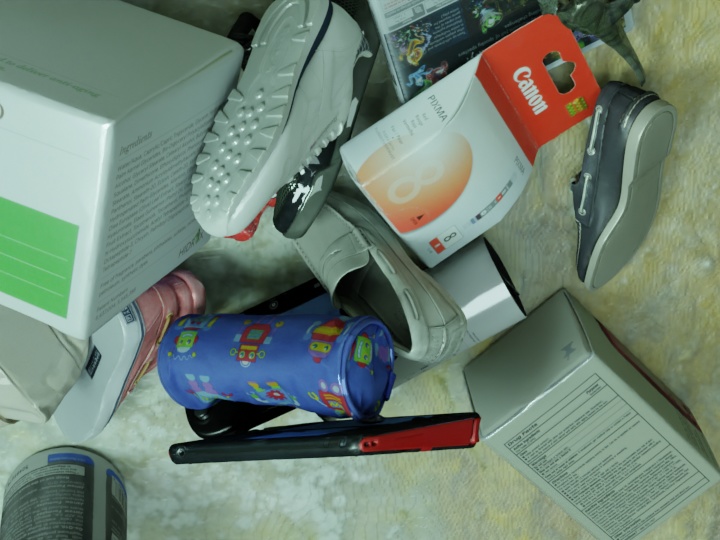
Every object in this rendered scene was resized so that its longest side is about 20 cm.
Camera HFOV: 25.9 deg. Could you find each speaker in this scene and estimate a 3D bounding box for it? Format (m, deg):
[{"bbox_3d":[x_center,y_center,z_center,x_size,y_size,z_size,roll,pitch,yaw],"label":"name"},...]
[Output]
[{"bbox_3d":[0.040,0.051,1.342,0.199,0.081,0.081,-29,121,10],"label":"speaker"}]

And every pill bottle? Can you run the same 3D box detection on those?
[{"bbox_3d":[-0.258,0.257,1.353,0.113,0.200,0.114,-4,122,-6],"label":"pill bottle"}]

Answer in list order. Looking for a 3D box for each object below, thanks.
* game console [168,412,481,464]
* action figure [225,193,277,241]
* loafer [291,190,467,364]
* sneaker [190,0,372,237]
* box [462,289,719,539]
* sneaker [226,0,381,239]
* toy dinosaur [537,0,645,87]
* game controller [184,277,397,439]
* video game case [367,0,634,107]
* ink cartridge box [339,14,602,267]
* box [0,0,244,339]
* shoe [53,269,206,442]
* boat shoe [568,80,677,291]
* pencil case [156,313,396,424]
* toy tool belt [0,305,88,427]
[{"bbox_3d":[-0.023,0.131,1.226,0.199,0.031,0.176,-8,172,37],"label":"game console"},{"bbox_3d":[-0.160,-0.049,1.258,0.199,0.065,0.099,-18,131,3],"label":"action figure"},{"bbox_3d":[0.000,0.000,1.245,0.070,0.200,0.070,-8,131,-50],"label":"loafer"},{"bbox_3d":[-0.051,-0.104,1.113,0.080,0.076,0.201,42,66,-41],"label":"sneaker"},{"bbox_3d":[0.206,0.137,1.402,0.128,0.109,0.200,-39,118,16],"label":"box"},{"bbox_3d":[-0.059,-0.128,1.214,0.114,0.076,0.200,13,108,-10],"label":"sneaker"},{"bbox_3d":[0.187,-0.209,1.178,0.200,0.047,0.088,19,99,-56],"label":"toy dinosaur"},{"bbox_3d":[-0.060,0.066,1.305,0.199,0.105,0.042,-25,152,10],"label":"game controller"},{"bbox_3d":[0.104,-0.216,1.180,0.199,0.023,0.182,-26,133,-6],"label":"video game case"},{"bbox_3d":[0.101,-0.098,1.233,0.199,0.050,0.162,-31,148,8],"label":"ink cartridge box"},{"bbox_3d":[-0.220,-0.091,1.108,0.198,0.200,0.172,21,118,13],"label":"box"},{"bbox_3d":[-0.196,0.073,1.325,0.091,0.072,0.200,-21,157,-37],"label":"shoe"},{"bbox_3d":[0.210,-0.071,1.313,0.072,0.063,0.201,-28,144,-34],"label":"boat shoe"},{"bbox_3d":[-0.062,0.074,1.215,0.199,0.078,0.087,0,148,36],"label":"pencil case"},{"bbox_3d":[-0.322,0.038,1.259,0.123,0.125,0.200,-6,131,50],"label":"toy tool belt"}]
